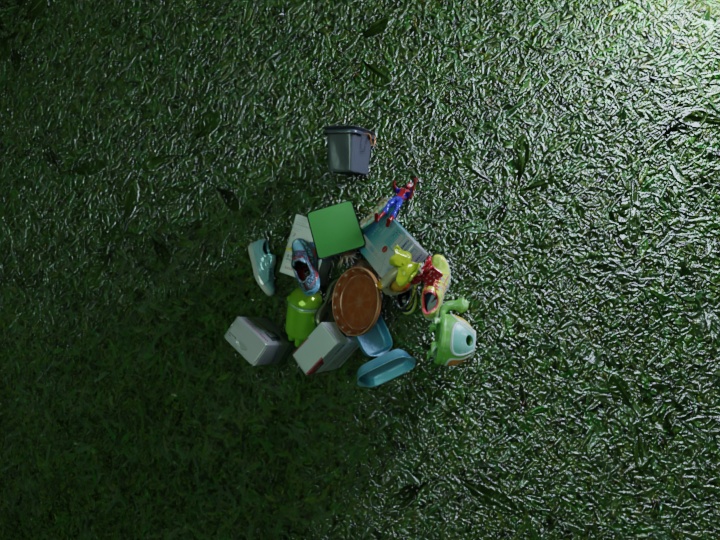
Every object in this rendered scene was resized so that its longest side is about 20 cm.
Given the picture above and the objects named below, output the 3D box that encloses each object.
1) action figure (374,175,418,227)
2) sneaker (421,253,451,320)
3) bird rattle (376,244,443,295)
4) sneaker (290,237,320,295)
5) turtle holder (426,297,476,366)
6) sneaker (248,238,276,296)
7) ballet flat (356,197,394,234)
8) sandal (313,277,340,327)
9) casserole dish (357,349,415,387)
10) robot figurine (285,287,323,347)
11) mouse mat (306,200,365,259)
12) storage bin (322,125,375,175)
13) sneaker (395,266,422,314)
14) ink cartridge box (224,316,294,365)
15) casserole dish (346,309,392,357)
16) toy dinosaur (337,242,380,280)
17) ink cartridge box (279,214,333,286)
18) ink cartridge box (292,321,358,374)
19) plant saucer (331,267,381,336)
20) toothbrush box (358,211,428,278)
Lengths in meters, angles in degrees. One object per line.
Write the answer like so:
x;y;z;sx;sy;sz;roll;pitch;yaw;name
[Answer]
0.115;-0.230;1.657;0.064;0.201;0.100;24;136;16;action figure
0.224;0.050;1.640;0.076;0.090;0.205;6;86;22;sneaker
0.130;0.010;1.558;0.162;0.199;0.114;-37;67;21;bird rattle
-0.176;-0.028;1.689;0.078;0.096;0.203;-23;60;7;sneaker
0.270;0.189;1.600;0.128;0.143;0.188;8;49;3;turtle holder
-0.322;-0.016;1.862;0.081;0.074;0.204;-26;77;19;sneaker
0.039;-0.158;1.750;0.199;0.076;0.064;-41;42;8;ballet flat
-0.081;0.108;1.717;0.057;0.080;0.203;-16;35;38;sandal
0.075;0.296;1.657;0.197;0.121;0.039;-29;53;15;casserole dish
-0.182;0.143;1.754;0.174;0.114;0.205;32;120;46;robot figurine
-0.079;-0.131;1.722;0.157;0.008;0.203;-16;54;-3;mouse mat
-0.026;-0.377;1.728;0.142;0.199;0.138;4;97;20;storage bin
0.148;0.032;1.673;0.073;0.084;0.205;1;85;19;sneaker
-0.324;0.229;1.764;0.144;0.199;0.088;38;98;20;ink cartridge box
0.023;0.182;1.700;0.039;0.119;0.203;-41;70;50;casserole dish
0.000;0.000;1.694;0.086;0.136;0.199;-48;50;-2;toy dinosaur
-0.166;-0.066;1.800;0.143;0.087;0.205;18;92;20;ink cartridge box
-0.096;0.237;1.682;0.146;0.199;0.083;-47;70;14;ink cartridge box
-0.009;0.093;1.620;0.198;0.032;0.206;-8;79;45;plant saucer
0.092;-0.064;1.662;0.147;0.085;0.201;-48;46;11;toothbrush box
